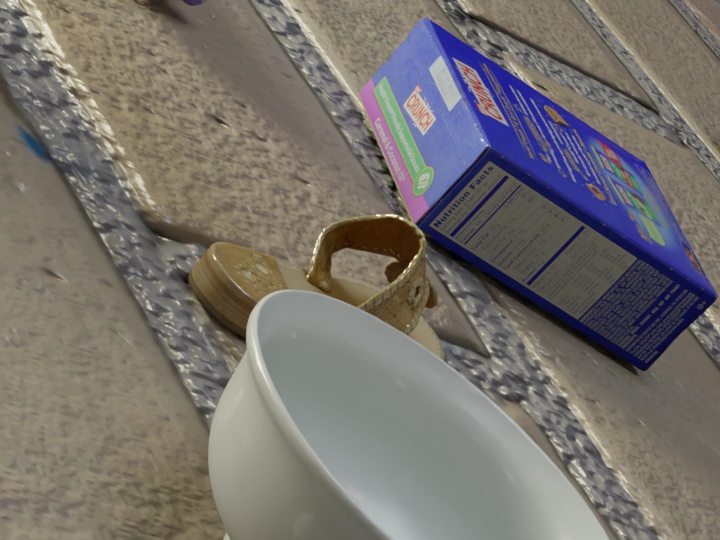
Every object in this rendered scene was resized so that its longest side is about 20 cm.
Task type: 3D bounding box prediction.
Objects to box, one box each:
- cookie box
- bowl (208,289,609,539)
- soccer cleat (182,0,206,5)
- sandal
[{"bbox_3d":[0.109,-0.049,1.630,0.200,0.075,0.171,32,21,-28],"label":"cookie box"},{"bbox_3d":[0.008,0.108,1.045,0.201,0.090,0.201,36,19,-14],"label":"bowl"},{"bbox_3d":[-0.150,-0.234,1.571,0.200,0.068,0.073,50,-4,36],"label":"soccer cleat"},{"bbox_3d":[0.003,0.004,1.304,0.078,0.070,0.212,51,21,27],"label":"sandal"}]
